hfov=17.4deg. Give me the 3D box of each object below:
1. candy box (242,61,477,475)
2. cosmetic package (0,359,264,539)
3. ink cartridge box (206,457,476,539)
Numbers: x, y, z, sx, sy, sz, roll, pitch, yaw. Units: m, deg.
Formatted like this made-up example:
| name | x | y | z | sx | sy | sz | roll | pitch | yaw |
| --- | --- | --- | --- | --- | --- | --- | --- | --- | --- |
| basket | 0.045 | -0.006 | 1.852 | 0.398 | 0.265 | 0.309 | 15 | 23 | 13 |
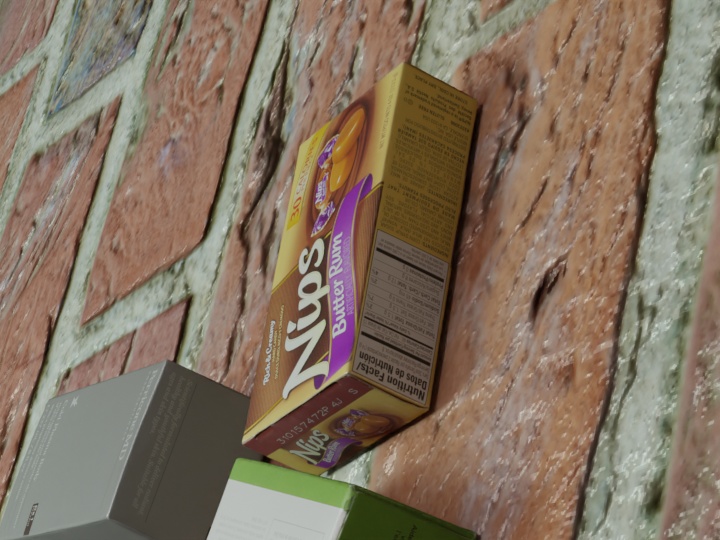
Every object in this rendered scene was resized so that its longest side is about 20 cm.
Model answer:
| name | x | y | z | sx | sy | sz | roll | pitch | yaw |
| --- | --- | --- | --- | --- | --- | --- | --- | --- | --- |
| candy box | 0.000 | 0.000 | 1.291 | 0.117 | 0.056 | 0.201 | -35 | 37 | 51 |
| cosmetic package | -0.139 | 0.128 | 1.429 | 0.200 | 0.090 | 0.107 | -26 | 41 | 61 |
| ink cartridge box | -0.039 | 0.203 | 1.150 | 0.148 | 0.075 | 0.201 | 2 | 71 | 65 |
